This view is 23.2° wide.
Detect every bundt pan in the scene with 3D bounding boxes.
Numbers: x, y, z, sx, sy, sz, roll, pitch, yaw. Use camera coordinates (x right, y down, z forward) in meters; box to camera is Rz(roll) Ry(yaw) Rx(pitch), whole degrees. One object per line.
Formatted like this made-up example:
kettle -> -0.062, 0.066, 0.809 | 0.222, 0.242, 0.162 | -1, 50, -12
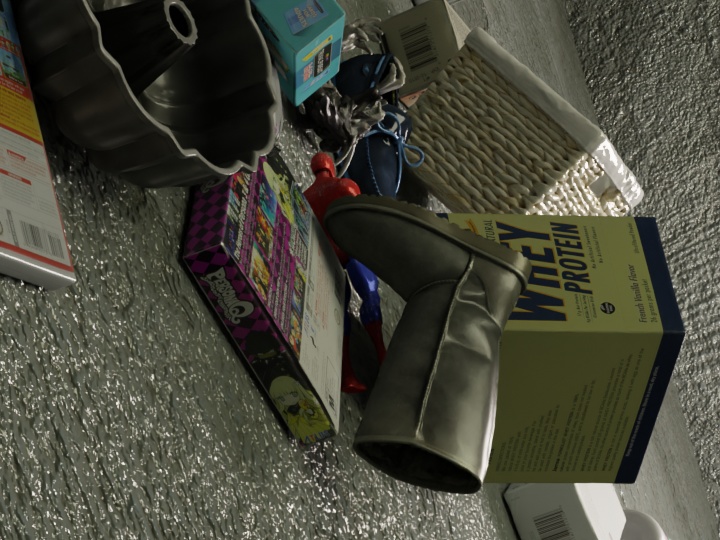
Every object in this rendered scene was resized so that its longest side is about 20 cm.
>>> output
bundt pan -> -0.138, -0.136, 1.061 | 0.202, 0.076, 0.202 | 45, 32, -39

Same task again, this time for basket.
basket -> 0.162, -0.110, 1.838 | 0.200, 0.161, 0.198 | 43, 2, 27

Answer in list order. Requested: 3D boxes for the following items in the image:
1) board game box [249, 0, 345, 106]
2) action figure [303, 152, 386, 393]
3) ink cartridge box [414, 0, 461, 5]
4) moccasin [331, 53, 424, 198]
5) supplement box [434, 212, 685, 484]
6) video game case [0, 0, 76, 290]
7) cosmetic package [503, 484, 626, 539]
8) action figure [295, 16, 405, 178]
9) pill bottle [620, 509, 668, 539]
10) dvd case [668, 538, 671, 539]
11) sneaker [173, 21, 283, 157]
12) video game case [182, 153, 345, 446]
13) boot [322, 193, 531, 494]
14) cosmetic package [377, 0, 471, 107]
board game box -> -0.076, -0.207, 1.264 | 0.151, 0.047, 0.200 | 51, -5, 2
action figure -> 0.000, 0.000, 1.438 | 0.099, 0.065, 0.201 | 17, 55, -61
ink cartridge box -> 0.104, -0.449, 2.236 | 0.083, 0.146, 0.200 | -81, 149, -64
moccasin -> 0.014, -0.137, 1.656 | 0.080, 0.068, 0.200 | 51, 24, -51
supplement box -> 0.143, 0.067, 1.469 | 0.200, 0.199, 0.134 | 97, -9, -45
video game case -> -0.208, -0.096, 0.909 | 0.143, 0.017, 0.201 | 29, 44, -68
cosmetic package -> 0.220, 0.253, 1.863 | 0.113, 0.081, 0.200 | 67, 16, -2
action figure -> -0.017, -0.183, 1.548 | 0.119, 0.102, 0.200 | 63, 10, -71
pill bottle -> 0.337, 0.376, 2.075 | 0.104, 0.104, 0.200 | -95, 159, -44
dvd case -> 0.461, 0.462, 2.568 | 0.200, 0.022, 0.146 | 31, 42, -66
sneaker -> -0.113, -0.163, 1.221 | 0.200, 0.078, 0.140 | 66, 10, 4
video game case -> -0.064, -0.003, 1.267 | 0.200, 0.036, 0.182 | -89, 154, -55
boot -> 0.030, 0.053, 1.301 | 0.073, 0.181, 0.200 | 96, 14, -62
cosmetic package -> 0.100, -0.228, 2.045 | 0.200, 0.087, 0.104 | 34, 37, -64
